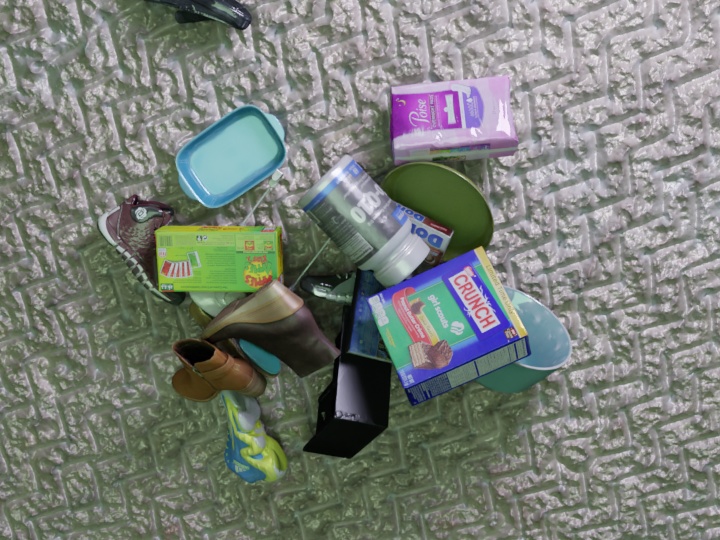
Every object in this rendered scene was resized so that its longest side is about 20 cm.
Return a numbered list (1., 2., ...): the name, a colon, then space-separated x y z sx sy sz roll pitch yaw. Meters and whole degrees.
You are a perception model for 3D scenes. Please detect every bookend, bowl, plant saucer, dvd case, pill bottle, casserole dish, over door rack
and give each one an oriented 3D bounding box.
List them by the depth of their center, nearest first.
1. pill bottle: 0.008 -0.073 1.292 0.114 0.114 0.200 -43 97 12
2. plant saucer: 0.126 -0.100 1.333 0.199 0.031 0.200 20 140 18
3. dvd case: 0.072 0.085 1.357 0.199 0.018 0.143 17 72 -27
4. bowl: 0.236 0.124 1.363 0.200 0.201 0.105 22 125 -2
5. casserole dish: -0.213 -0.191 1.372 0.200 0.039 0.121 -33 100 11
6. over door rack: -0.136 -0.050 1.387 0.148 0.067 0.200 37 104 -6
7. bookend: -0.021 0.195 1.409 0.092 0.199 0.201 13 61 -14

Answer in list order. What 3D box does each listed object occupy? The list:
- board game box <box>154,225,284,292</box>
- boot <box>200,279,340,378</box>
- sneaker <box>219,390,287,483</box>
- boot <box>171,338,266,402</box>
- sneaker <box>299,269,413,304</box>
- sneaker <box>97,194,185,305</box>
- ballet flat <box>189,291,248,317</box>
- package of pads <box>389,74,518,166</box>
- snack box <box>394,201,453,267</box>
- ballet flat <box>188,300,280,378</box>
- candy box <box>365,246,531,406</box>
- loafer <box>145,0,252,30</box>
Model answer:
1. board game box: -0.228 -0.019 1.343 0.199 0.048 0.102 1 105 5
2. boot: -0.150 0.118 1.336 0.200 0.072 0.167 -30 107 31
3. sneaker: -0.219 0.299 1.477 0.105 0.076 0.200 -29 90 21
4. boot: -0.274 0.168 1.386 0.199 0.155 0.077 4 65 32
5. sneaker: 0.000 0.000 1.385 0.199 0.075 0.116 11 96 -22
6. sneaker: -0.343 -0.044 1.398 0.115 0.076 0.200 -40 98 9
7. ballet flat: -0.195 0.066 1.405 0.200 0.069 0.069 35 104 -18
8. package of pads: 0.144 -0.237 1.301 0.199 0.076 0.121 -4 69 4
9. snack box: 0.051 -0.078 1.357 0.200 0.024 0.072 27 131 9
10. ballet flat: -0.221 0.118 1.446 0.200 0.069 0.063 49 128 -6
11. candy box: 0.133 0.084 1.246 0.199 0.077 0.169 -24 58 0
12. loafer: -0.268 -0.423 1.304 0.200 0.068 0.071 25 112 2
